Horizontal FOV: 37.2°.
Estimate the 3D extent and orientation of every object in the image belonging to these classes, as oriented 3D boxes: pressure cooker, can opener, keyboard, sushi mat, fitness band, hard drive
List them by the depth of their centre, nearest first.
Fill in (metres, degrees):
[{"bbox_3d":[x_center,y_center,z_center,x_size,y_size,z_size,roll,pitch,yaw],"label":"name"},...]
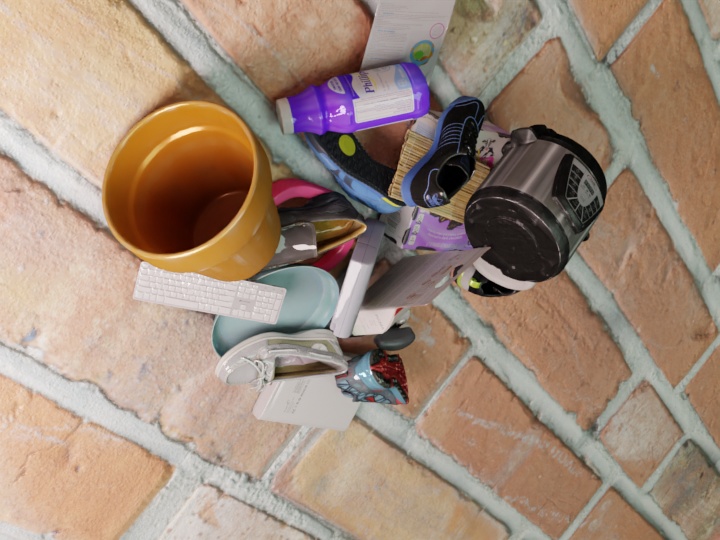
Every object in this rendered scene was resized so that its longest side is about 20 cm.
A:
[{"bbox_3d":[-0.200,0.031,1.426,0.198,0.011,0.057,11,108,-18],"label":"keyboard"},{"bbox_3d":[-0.084,-0.053,1.518,0.199,0.037,0.145,15,106,-48],"label":"fitness band"},{"bbox_3d":[0.116,-0.131,1.546,0.199,0.012,0.097,16,95,-47],"label":"sushi mat"},{"bbox_3d":[0.265,-0.107,1.583,0.200,0.178,0.177,-49,161,-33],"label":"pressure cooker"},{"bbox_3d":[0.006,0.093,1.670,0.198,0.067,0.054,-3,139,-41],"label":"can opener"},{"bbox_3d":[-0.067,0.186,1.702,0.199,0.026,0.133,17,105,-47],"label":"hard drive"}]

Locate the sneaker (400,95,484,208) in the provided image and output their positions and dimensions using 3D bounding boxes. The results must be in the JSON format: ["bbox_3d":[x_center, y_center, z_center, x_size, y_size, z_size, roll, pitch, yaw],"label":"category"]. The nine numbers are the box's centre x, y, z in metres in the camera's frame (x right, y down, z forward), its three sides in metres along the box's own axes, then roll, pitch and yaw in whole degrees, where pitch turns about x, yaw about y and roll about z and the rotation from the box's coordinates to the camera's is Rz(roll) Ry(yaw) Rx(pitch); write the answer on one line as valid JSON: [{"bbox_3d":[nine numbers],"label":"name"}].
[{"bbox_3d":[0.135,-0.163,1.485,0.070,0.077,0.201,50,60,-37],"label":"sneaker"}]

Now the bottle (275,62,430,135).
[{"bbox_3d":[-0.011,-0.221,1.410,0.198,0.084,0.066,-13,128,-9],"label":"bottle"}]

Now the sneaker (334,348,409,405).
[{"bbox_3d":[0.015,0.172,1.709,0.094,0.080,0.200,-14,157,17],"label":"sneaker"}]

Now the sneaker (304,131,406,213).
[{"bbox_3d":[-0.018,-0.140,1.499,0.199,0.078,0.067,36,56,-33],"label":"sneaker"}]

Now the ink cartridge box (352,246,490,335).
[{"bbox_3d":[0.089,0.031,1.593,0.161,0.199,0.050,-40,112,-34],"label":"ink cartridge box"}]

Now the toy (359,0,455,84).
[{"bbox_3d":[0.049,-0.300,1.459,0.114,0.047,0.202,-5,128,-28],"label":"toy"}]

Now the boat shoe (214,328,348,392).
[{"bbox_3d":[-0.113,0.134,1.549,0.200,0.065,0.075,-5,137,-33],"label":"boat shoe"}]

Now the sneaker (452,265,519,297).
[{"bbox_3d":[0.240,0.024,1.831,0.199,0.083,0.072,1,117,-43],"label":"sneaker"}]

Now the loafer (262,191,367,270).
[{"bbox_3d":[-0.081,-0.046,1.447,0.199,0.072,0.073,-29,132,-27],"label":"loafer"}]

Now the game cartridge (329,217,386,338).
[{"bbox_3d":[0.000,0.000,1.537,0.200,0.041,0.134,-71,-178,-69],"label":"game cartridge"}]

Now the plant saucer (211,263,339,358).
[{"bbox_3d":[-0.125,0.059,1.530,0.198,0.028,0.201,-22,143,-17],"label":"plant saucer"}]

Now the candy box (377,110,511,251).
[{"bbox_3d":[0.132,-0.134,1.633,0.167,0.071,0.202,3,114,-43],"label":"candy box"}]

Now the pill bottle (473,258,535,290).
[{"bbox_3d":[0.267,-0.079,1.735,0.116,0.115,0.201,48,63,-48],"label":"pill bottle"}]

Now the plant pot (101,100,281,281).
[{"bbox_3d":[-0.185,-0.075,1.310,0.200,0.200,0.183,-48,154,-5],"label":"plant pot"}]
